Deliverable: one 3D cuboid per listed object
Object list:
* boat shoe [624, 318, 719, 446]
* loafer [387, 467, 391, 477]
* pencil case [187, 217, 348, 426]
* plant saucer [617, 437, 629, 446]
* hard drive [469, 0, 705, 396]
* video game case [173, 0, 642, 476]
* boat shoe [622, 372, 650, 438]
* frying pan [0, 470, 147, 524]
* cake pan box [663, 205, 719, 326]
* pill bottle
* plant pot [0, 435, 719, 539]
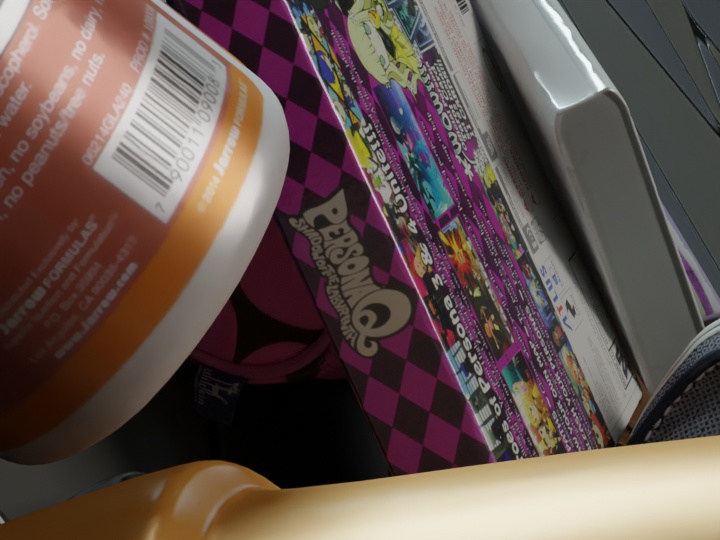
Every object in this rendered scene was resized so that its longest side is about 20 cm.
[{"bbox_3d":[0.083,0.107,0.859,0.074,0.201,0.093,23,9,27],"label":"boat shoe"},{"bbox_3d":[0.067,0.124,0.981,0.201,0.072,0.072,64,2,-4],"label":"loafer"},{"bbox_3d":[0.000,0.000,0.963,0.093,0.091,0.200,26,11,19],"label":"pencil case"},{"bbox_3d":[0.134,0.138,0.989,0.200,0.035,0.201,49,-23,30],"label":"plant saucer"},{"bbox_3d":[0.063,-0.060,0.993,0.200,0.026,0.132,-117,-178,-52],"label":"hard drive"},{"bbox_3d":[0.019,-0.022,0.865,0.201,0.036,0.181,65,19,-7],"label":"video game case"},{"bbox_3d":[0.113,0.052,1.094,0.200,0.068,0.072,41,11,28],"label":"boat shoe"},{"bbox_3d":[-0.098,0.064,0.677,0.115,0.031,0.190,54,15,-19],"label":"frying pan"},{"bbox_3d":[0.085,-0.047,1.328,0.201,0.052,0.184,60,16,9],"label":"cake pan box"},{"bbox_3d":[-0.123,-0.052,0.651,0.200,0.112,0.112,37,24,-22],"label":"pill bottle"},{"bbox_3d":[0.032,0.122,0.623,0.200,0.182,0.201,-21,90,-75],"label":"plant pot"}]
